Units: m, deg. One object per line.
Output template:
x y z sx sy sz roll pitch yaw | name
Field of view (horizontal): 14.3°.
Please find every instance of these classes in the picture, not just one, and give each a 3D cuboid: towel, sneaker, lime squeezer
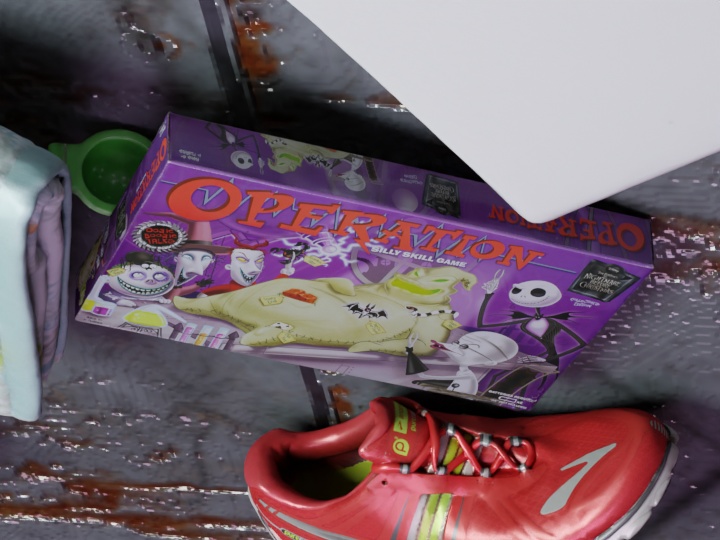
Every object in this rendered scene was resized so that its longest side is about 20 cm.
-0.196 -0.020 1.128 0.171 0.048 0.200 23 151 6 | towel
0.037 0.088 1.225 0.200 0.077 0.085 -12 134 28 | sneaker
-0.104 -0.026 1.146 0.200 0.038 0.071 -12 136 27 | lime squeezer

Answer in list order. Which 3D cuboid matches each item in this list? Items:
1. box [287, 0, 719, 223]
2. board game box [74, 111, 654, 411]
0.076 -0.156 0.812 0.199 0.171 0.200 -22 132 37 | box
0.000 0.000 1.129 0.200 0.032 0.120 12 141 -18 | board game box
